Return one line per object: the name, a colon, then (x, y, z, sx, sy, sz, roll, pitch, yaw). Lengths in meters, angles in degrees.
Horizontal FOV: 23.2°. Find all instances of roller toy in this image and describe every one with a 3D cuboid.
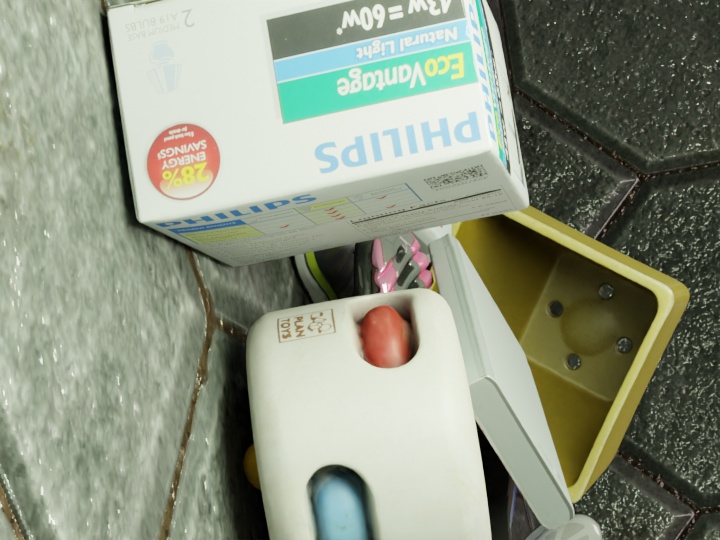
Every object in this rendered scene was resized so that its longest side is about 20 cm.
roller toy: (-0.002, 0.106, 1.062, 0.183, 0.139, 0.201, 83, -2, -71)

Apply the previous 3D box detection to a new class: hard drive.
hard drive: (0.096, 0.073, 1.229, 0.132, 0.026, 0.200, 58, 10, -27)

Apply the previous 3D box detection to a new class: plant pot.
plant pot: (0.169, 0.054, 1.498, 0.200, 0.194, 0.196, -9, 125, -65)

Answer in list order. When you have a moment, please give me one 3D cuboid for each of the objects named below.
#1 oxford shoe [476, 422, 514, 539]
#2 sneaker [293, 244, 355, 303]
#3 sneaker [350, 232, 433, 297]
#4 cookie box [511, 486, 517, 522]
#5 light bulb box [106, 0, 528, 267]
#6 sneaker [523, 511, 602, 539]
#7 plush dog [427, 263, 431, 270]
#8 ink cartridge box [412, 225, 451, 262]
oxford shoe: (0.088, 0.186, 1.322, 0.084, 0.072, 0.201, -55, 157, -65)
sneaker: (0.000, 0.000, 1.329, 0.074, 0.081, 0.200, -86, 163, -53)
sneaker: (0.003, 0.058, 1.269, 0.079, 0.095, 0.201, -34, 126, -53)
cookie box: (0.096, 0.217, 1.542, 0.200, 0.075, 0.172, -56, 154, -73)
light bulb box: (-0.016, -0.089, 1.001, 0.200, 0.198, 0.125, 35, 44, -77)
sneaker: (0.165, 0.304, 1.602, 0.076, 0.201, 0.115, 45, -14, -5)
plush dog: (0.069, 0.019, 1.610, 0.200, 0.160, 0.172, 72, 32, -51)
ink cartridge box: (0.016, -0.123, 1.429, 0.162, 0.050, 0.200, 42, 38, -33)
